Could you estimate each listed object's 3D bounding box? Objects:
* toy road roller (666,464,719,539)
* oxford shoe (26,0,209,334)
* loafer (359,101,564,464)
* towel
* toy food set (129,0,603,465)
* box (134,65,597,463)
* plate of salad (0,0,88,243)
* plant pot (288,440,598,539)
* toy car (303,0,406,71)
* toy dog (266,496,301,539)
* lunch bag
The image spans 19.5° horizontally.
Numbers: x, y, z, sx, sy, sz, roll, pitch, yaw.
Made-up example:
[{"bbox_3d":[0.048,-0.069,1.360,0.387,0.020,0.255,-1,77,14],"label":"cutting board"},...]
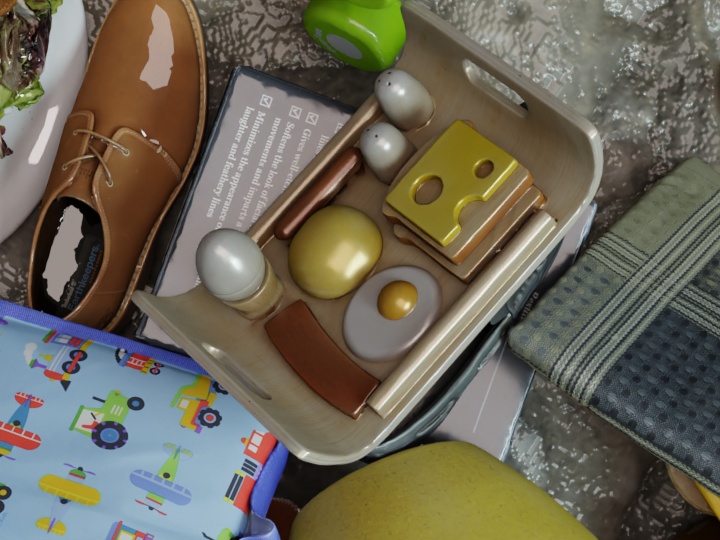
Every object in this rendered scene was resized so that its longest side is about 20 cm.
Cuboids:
[{"bbox_3d":[0.194,0.163,1.102,0.146,0.123,0.200,-32,91,7],"label":"toy road roller"},{"bbox_3d":[-0.128,-0.058,1.092,0.071,0.071,0.200,13,90,12],"label":"oxford shoe"},{"bbox_3d":[0.052,0.006,1.011,0.068,0.070,0.201,32,87,-5],"label":"loafer"},{"bbox_3d":[0.195,0.040,1.041,0.192,0.035,0.200,33,45,18],"label":"towel"},{"bbox_3d":[0.001,-0.022,0.972,0.200,0.060,0.143,-48,51,-4],"label":"toy food set"},{"bbox_3d":[0.000,0.000,1.095,0.200,0.107,0.149,21,87,-4],"label":"box"},{"bbox_3d":[-0.203,-0.088,1.047,0.048,0.200,0.200,20,87,36],"label":"plate of salad"},{"bbox_3d":[0.040,0.167,1.002,0.200,0.200,0.142,-21,67,-5],"label":"plant pot"},{"bbox_3d":[-0.032,-0.231,1.083,0.200,0.158,0.164,28,75,7],"label":"toy car"},{"bbox_3d":[-0.081,0.166,1.057,0.132,0.096,0.200,-30,85,-35],"label":"toy dog"},{"bbox_3d":[-0.130,0.105,1.006,0.200,0.094,0.151,9,48,18],"label":"lunch bag"}]
